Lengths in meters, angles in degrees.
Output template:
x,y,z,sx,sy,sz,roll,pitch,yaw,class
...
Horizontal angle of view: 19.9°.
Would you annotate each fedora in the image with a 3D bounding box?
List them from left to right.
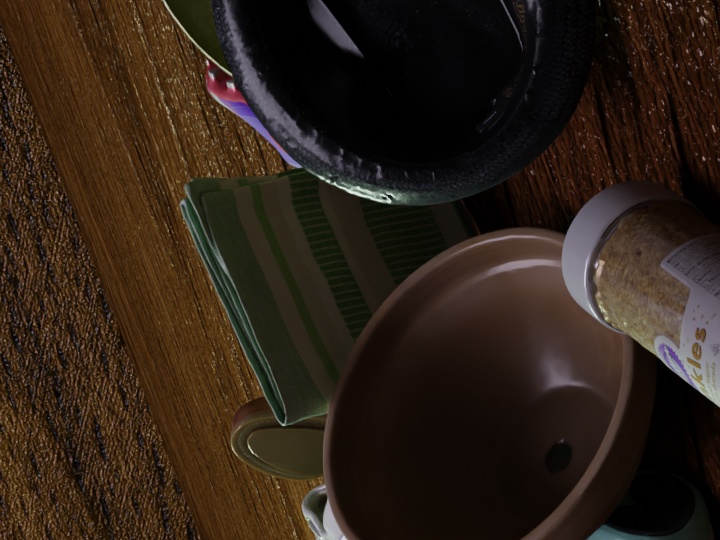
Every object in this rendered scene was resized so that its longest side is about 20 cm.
x,y,z,sx,sy,sz,roll,pitch,yaw,class
0.026,-0.134,0.982,0.201,0.200,0.092,65,-162,-2,fedora

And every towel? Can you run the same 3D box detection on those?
x,y,z,sx,sy,sz,roll,pitch,yaw,class
0.000,0.000,1.205,0.023,0.200,0.153,-40,71,44,towel

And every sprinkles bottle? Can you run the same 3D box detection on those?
x,y,z,sx,sy,sz,roll,pitch,yaw,class
0.159,0.023,0.864,0.200,0.068,0.068,42,154,59,sprinkles bottle

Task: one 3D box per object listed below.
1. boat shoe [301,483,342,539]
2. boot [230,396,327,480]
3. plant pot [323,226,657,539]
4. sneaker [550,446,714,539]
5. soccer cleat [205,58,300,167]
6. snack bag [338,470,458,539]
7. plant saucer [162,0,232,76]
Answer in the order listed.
x,y,z,sx,sy,sz,roll,pitch,yaw,class
0.007,0.154,1.296,0.069,0.071,0.200,48,156,-5,boat shoe
-0.025,0.062,1.453,0.077,0.200,0.155,-54,49,44,boot
0.085,0.085,1.098,0.093,0.201,0.201,34,-169,-40,plant pot
0.142,0.166,1.184,0.200,0.078,0.140,42,153,62,sneaker
-0.058,-0.116,1.500,0.200,0.067,0.077,38,155,58,soccer cleat
0.045,0.235,1.182,0.188,0.021,0.200,34,121,9,snack bag
-0.044,-0.192,1.180,0.200,0.031,0.200,21,131,26,plant saucer
